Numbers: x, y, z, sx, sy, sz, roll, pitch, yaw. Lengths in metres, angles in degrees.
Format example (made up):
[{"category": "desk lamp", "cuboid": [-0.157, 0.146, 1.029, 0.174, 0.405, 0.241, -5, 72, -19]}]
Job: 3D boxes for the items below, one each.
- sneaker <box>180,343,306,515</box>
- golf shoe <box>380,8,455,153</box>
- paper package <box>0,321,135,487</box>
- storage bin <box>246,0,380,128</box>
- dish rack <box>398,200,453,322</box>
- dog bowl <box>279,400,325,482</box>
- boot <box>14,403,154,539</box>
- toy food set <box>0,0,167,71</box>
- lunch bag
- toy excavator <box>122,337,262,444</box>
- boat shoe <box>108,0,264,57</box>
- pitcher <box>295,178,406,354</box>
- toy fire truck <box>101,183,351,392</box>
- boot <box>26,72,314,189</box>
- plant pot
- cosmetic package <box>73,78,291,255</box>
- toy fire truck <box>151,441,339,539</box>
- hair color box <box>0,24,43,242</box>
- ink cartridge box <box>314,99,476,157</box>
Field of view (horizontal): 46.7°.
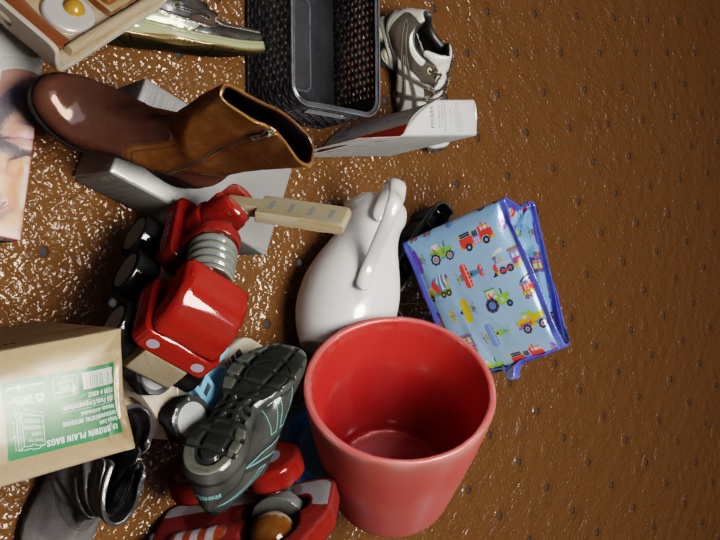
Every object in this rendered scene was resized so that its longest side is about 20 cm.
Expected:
[{"category": "sneaker", "cuboid": [-0.113, 0.151, 0.830, 0.200, 0.074, 0.080, -53, 147, -47]}, {"category": "golf shoe", "cuboid": [0.088, -0.252, 1.118, 0.078, 0.094, 0.202, -43, 118, -35]}, {"category": "paper package", "cuboid": [-0.314, 0.110, 0.673, 0.198, 0.189, 0.105, -9, 96, -43]}, {"category": "storage bin", "cuboid": [-0.056, -0.280, 0.988, 0.134, 0.093, 0.203, 1, 87, -42]}, {"category": "dish rack", "cuboid": [0.109, 0.025, 1.152, 0.154, 0.054, 0.201, -53, 122, -29]}, {"category": "dog bowl", "cuboid": [-0.029, 0.197, 1.024, 0.199, 0.049, 0.113, -22, 103, -40]}, {"category": "boot", "cuboid": [-0.253, 0.219, 0.763, 0.069, 0.131, 0.203, 12, 80, -41]}, {"category": "toy food set", "cuboid": [-0.269, -0.277, 0.754, 0.143, 0.060, 0.201, 39, 45, -4]}, {"category": "lunch bag", "cuboid": [0.159, 0.034, 1.016, 0.094, 0.149, 0.203, 0, 71, -54]}, {"category": "toy excavator", "cuboid": [-0.162, 0.105, 0.886, 0.200, 0.099, 0.196, -51, 122, -41]}, {"category": "boat shoe", "cuboid": [-0.187, -0.265, 0.881, 0.198, 0.073, 0.066, -4, 96, -42]}, {"category": "pitcher", "cuboid": [0.000, 0.000, 0.980, 0.120, 0.172, 0.202, 20, 71, -6]}, {"category": "toy fire truck", "cuboid": [-0.119, -0.003, 0.757, 0.128, 0.199, 0.177, 35, 35, -30]}, {"category": "boot", "cuboid": [-0.164, -0.122, 0.703, 0.188, 0.199, 0.069, 34, 69, -34]}, {"category": "plant pot", "cuboid": [0.038, 0.182, 0.909, 0.200, 0.199, 0.179, -38, 145, -36]}, {"category": "cosmetic package", "cuboid": [-0.179, -0.100, 0.876, 0.199, 0.090, 0.108, 32, 68, -40]}, {"category": "toy fire truck", "cuboid": [-0.121, 0.267, 0.830, 0.168, 0.197, 0.114, -76, 153, -68]}, {"category": "hair color box", "cuboid": [-0.350, -0.133, 0.735, 0.110, 0.063, 0.203, 10, 83, -42]}, {"category": "ink cartridge box", "cuboid": [0.018, -0.169, 1.004, 0.198, 0.161, 0.058, -4, 89, -42]}]
